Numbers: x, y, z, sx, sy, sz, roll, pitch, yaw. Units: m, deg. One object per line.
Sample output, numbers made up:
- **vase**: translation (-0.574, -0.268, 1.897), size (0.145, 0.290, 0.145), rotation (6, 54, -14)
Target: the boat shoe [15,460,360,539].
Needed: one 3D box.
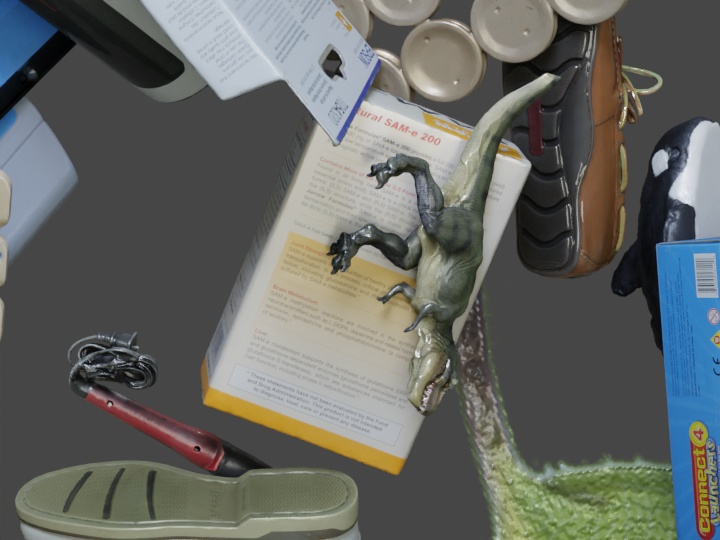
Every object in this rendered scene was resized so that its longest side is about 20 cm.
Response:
- **boat shoe**: translation (-0.100, 0.156, 1.311), size (0.200, 0.075, 0.068), rotation (2, 120, 7)

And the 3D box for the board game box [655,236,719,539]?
- **board game box**: translation (0.270, 0.073, 1.340), size (0.196, 0.056, 0.200), rotation (-6, 93, -37)

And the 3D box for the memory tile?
- **memory tile**: translation (0.045, -0.177, 1.301), size (0.200, 0.017, 0.153), rotation (-25, 101, 24)

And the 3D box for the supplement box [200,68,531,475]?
- **supplement box**: translation (0.000, 0.000, 1.309), size (0.126, 0.074, 0.200), rotation (22, 100, -9)

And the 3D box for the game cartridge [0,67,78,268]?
- **game cartridge**: translation (-0.264, -0.080, 1.285), size (0.200, 0.040, 0.133), rotation (42, 71, -13)

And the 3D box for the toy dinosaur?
- **toy dinosaur**: translation (0.038, -0.024, 1.247), size (0.088, 0.047, 0.200), rotation (13, 101, -23)

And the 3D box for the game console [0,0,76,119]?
- **game console**: translation (-0.226, -0.180, 1.234), size (0.118, 0.171, 0.200), rotation (32, 62, 15)

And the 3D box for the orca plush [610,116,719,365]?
- **orca plush**: translation (0.192, 0.011, 1.377), size (0.105, 0.071, 0.200), rotation (-26, 106, -52)

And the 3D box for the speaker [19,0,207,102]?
- **speaker**: translation (-0.155, -0.173, 1.240), size (0.200, 0.081, 0.081), rotation (37, 85, -47)

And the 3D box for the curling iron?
- **curling iron**: translation (-0.087, 0.101, 1.333), size (0.200, 0.026, 0.050), rotation (36, 121, -13)

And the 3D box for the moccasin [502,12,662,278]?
- **moccasin**: translation (0.132, -0.097, 1.345), size (0.078, 0.074, 0.202), rotation (-13, 99, -49)

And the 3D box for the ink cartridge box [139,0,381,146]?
- **ink cartridge box**: translation (-0.074, -0.158, 1.221), size (0.043, 0.196, 0.200), rotation (-35, 100, 16)

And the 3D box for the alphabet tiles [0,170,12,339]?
- **alphabet tiles**: translation (-0.289, -0.023, 1.242), size (0.195, 0.015, 0.200), rotation (10, 123, 0)
